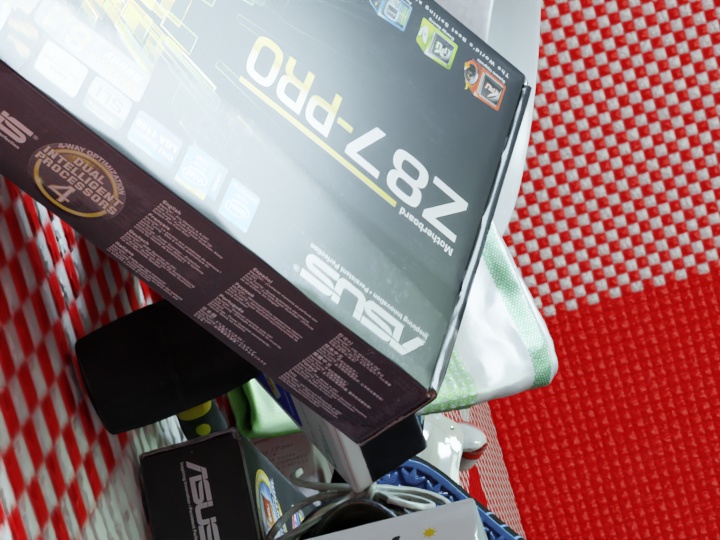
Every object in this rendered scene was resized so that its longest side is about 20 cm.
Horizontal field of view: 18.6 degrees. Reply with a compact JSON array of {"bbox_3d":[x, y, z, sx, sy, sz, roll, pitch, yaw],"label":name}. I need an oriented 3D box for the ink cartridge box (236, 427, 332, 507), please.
[{"bbox_3d":[-0.022,0.123,1.141,0.201,0.057,0.164,-88,162,-55],"label":"ink cartridge box"}]

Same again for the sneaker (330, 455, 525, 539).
[{"bbox_3d":[0.064,0.155,1.039,0.200,0.070,0.078,47,-6,-11],"label":"sneaker"}]

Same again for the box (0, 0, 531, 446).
[{"bbox_3d":[-0.042,-0.062,0.737,0.200,0.049,0.162,38,45,-18],"label":"box"}]

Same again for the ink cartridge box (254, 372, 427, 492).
[{"bbox_3d":[-0.048,-0.005,0.871,0.200,0.039,0.100,42,-22,48],"label":"ink cartridge box"}]

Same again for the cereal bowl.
[{"bbox_3d":[0.049,-0.118,1.272,0.200,0.082,0.202,6,90,-77],"label":"cereal bowl"}]

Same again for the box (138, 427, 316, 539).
[{"bbox_3d":[-0.033,0.181,0.903,0.160,0.044,0.202,60,16,-69],"label":"box"}]

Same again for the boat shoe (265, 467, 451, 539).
[{"bbox_3d":[-0.001,0.113,0.837,0.200,0.074,0.062,-42,128,-73],"label":"boat shoe"}]

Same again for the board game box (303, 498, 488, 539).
[{"bbox_3d":[-0.007,0.175,0.676,0.065,0.146,0.201,-96,170,-50],"label":"board game box"}]

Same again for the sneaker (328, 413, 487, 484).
[{"bbox_3d":[0.018,0.093,1.231,0.070,0.093,0.201,87,-20,-70],"label":"sneaker"}]

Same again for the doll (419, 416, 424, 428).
[{"bbox_3d":[0.017,0.036,1.137,0.137,0.048,0.202,80,16,-61],"label":"doll"}]

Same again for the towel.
[{"bbox_3d":[0.000,0.000,1.049,0.199,0.031,0.150,-7,65,-43],"label":"towel"}]

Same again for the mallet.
[{"bbox_3d":[-0.059,0.049,0.886,0.200,0.065,0.041,55,11,-75],"label":"mallet"}]
